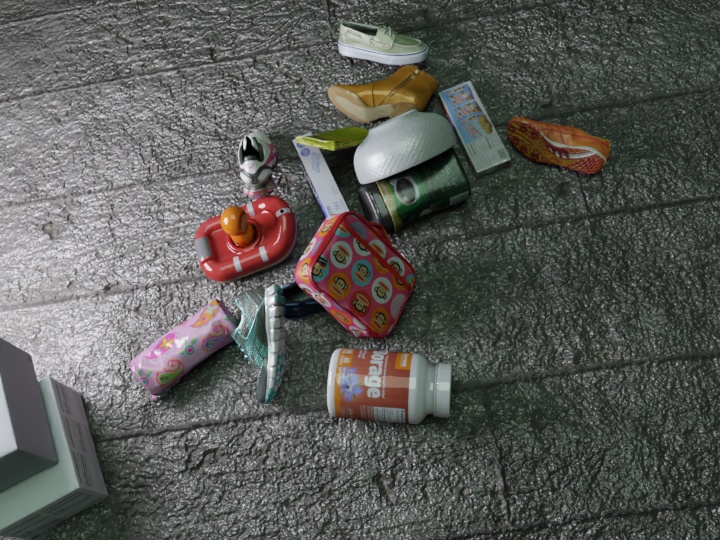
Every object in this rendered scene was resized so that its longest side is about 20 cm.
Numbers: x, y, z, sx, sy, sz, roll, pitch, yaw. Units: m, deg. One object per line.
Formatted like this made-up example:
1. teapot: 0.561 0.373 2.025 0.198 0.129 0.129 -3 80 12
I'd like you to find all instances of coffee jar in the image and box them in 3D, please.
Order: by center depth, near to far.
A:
1. coffee jar: 0.097 -0.143 1.280 0.197 0.085 0.106 -24 80 -3

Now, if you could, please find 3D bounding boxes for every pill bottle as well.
1. pill bottle: 0.050 0.189 1.130 0.195 0.113 0.115 2 66 9

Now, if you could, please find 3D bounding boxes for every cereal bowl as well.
1. cereal bowl: 0.072 -0.235 1.261 0.197 0.200 0.085 -25 102 -3

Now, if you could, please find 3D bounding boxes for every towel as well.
1. towel: -0.036 -0.254 1.306 0.085 0.199 0.018 16 113 23

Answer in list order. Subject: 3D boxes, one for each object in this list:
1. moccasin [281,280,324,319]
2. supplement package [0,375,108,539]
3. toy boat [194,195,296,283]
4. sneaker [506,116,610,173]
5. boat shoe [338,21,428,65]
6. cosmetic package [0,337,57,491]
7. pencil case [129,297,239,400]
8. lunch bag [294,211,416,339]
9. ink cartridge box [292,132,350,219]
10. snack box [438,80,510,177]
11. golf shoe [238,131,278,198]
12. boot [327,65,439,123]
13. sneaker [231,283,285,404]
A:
1. moccasin: -0.063 0.033 1.237 0.197 0.068 0.081 -28 66 -5
2. supplement package: -0.538 0.314 1.158 0.153 0.111 0.202 -26 65 -4
3. toy boat: -0.216 -0.072 1.270 0.196 0.131 0.133 -21 65 -2
4. sneaker: 0.371 -0.242 1.309 0.197 0.074 0.078 25 50 13
5. boat shoe: 0.045 -0.472 1.435 0.195 0.063 0.073 9 44 12
6. cosmetic package: -0.607 0.242 1.072 0.197 0.123 0.202 -26 65 -6
7. pencil case: -0.307 0.137 1.221 0.199 0.088 0.088 -37 67 -8
8. lunch bag: 0.000 0.000 1.186 0.081 0.199 0.178 -5 49 56
9. ink cartridge box: -0.066 -0.151 1.304 0.043 0.094 0.203 -24 65 -4
10. snack box: 0.221 -0.279 1.358 0.071 0.024 0.203 -20 66 0
11. golf shoe: -0.197 -0.226 1.329 0.071 0.094 0.202 -10 37 -3
12. boot: 0.048 -0.365 1.405 0.198 0.071 0.145 25 63 19
13. sneaker: -0.177 0.125 1.189 0.089 0.078 0.205 1 88 7
